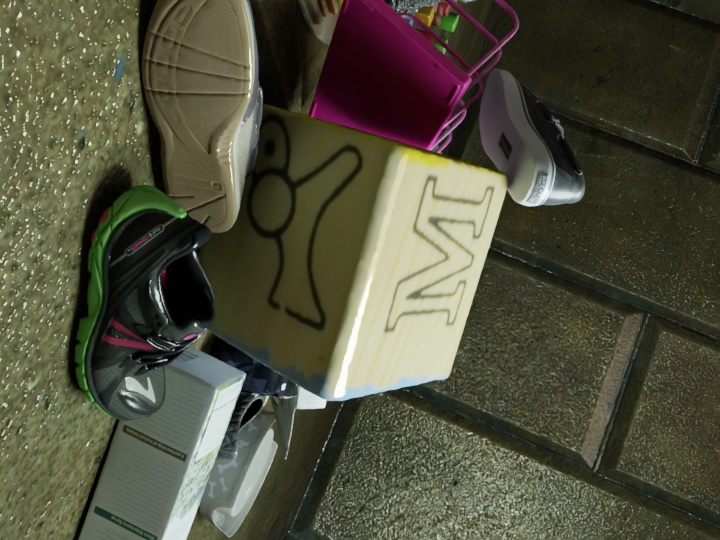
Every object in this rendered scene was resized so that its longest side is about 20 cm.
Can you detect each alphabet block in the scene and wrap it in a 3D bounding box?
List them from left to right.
[{"bbox_3d":[-0.012,-0.024,0.640,0.195,0.194,0.202,1,109,-54],"label":"alphabet block"}]

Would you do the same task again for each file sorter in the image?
[{"bbox_3d":[0.053,-0.205,0.736,0.125,0.139,0.200,-45,174,-27],"label":"file sorter"}]

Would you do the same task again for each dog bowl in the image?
[{"bbox_3d":[-0.186,0.307,1.114,0.200,0.058,0.202,23,90,-82],"label":"dog bowl"}]

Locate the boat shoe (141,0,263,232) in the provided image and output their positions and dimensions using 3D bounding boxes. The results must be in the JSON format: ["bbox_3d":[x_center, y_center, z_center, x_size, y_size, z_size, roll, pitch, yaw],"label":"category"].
[{"bbox_3d":[-0.102,-0.116,0.488,0.201,0.071,0.065,99,2,-46],"label":"boat shoe"}]

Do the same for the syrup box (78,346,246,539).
[{"bbox_3d":[-0.184,0.178,0.660,0.079,0.081,0.202,-8,120,-79],"label":"syrup box"}]

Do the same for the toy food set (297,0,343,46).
[{"bbox_3d":[-0.005,-0.304,0.654,0.200,0.060,0.145,46,66,-82],"label":"toy food set"}]

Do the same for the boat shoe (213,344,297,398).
[{"bbox_3d":[-0.139,0.103,0.866,0.200,0.092,0.076,-163,-104,-71],"label":"boat shoe"}]

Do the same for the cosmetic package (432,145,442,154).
[{"bbox_3d":[0.064,-0.140,0.929,0.051,0.082,0.201,115,-38,-47],"label":"cosmetic package"}]

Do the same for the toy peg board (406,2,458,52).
[{"bbox_3d":[0.065,-0.325,0.973,0.199,0.097,0.202,52,59,-82],"label":"toy peg board"}]

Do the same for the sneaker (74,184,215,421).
[{"bbox_3d":[-0.149,0.040,0.507,0.077,0.083,0.202,-57,167,-53],"label":"sneaker"}]

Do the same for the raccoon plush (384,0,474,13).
[{"bbox_3d":[0.049,-0.318,0.839,0.200,0.097,0.134,-42,154,10],"label":"raccoon plush"}]

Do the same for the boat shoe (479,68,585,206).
[{"bbox_3d":[0.166,-0.129,0.685,0.201,0.065,0.070,-99,-160,-52],"label":"boat shoe"}]

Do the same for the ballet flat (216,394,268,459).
[{"bbox_3d":[-0.165,0.211,0.989,0.200,0.056,0.067,-46,157,-72],"label":"ballet flat"}]

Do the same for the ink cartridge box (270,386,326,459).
[{"bbox_3d":[-0.084,0.107,0.912,0.201,0.043,0.175,-115,-149,-54],"label":"ink cartridge box"}]
